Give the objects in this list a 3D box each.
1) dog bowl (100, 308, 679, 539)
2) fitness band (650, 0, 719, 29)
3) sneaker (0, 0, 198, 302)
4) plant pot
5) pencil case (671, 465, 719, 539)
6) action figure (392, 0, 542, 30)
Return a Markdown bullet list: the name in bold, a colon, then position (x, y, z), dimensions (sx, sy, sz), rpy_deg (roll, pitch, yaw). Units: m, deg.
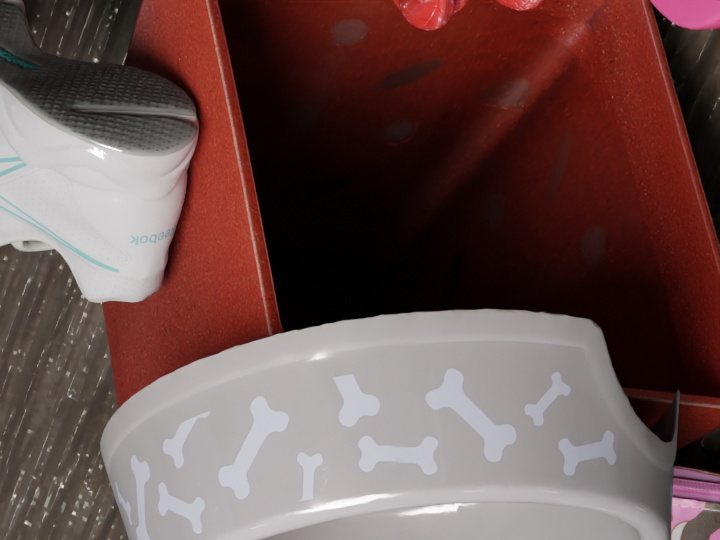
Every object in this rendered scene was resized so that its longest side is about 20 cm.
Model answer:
- **dog bowl**: position (0.013, 0.077, 0.959), dimensions (0.199, 0.200, 0.059), rpy_deg (-20, 64, 27)
- **fitness band**: position (0.125, -0.164, 0.957), dimensions (0.200, 0.037, 0.145), rpy_deg (120, 137, -65)
- **sneaker**: position (-0.134, -0.052, 1.037), dimensions (0.200, 0.070, 0.081), rpy_deg (36, 131, 41)
- **plant pot**: position (0.000, 0.000, 1.076), dimensions (0.176, 0.199, 0.201), rpy_deg (-48, 45, 45)
- **pencil case**: position (0.178, 0.119, 1.144), dimensions (0.198, 0.086, 0.083), rpy_deg (7, 84, 18)
- **action figure**: position (-0.009, -0.145, 0.989), dimensions (0.199, 0.066, 0.099), rpy_deg (22, 140, -22)
